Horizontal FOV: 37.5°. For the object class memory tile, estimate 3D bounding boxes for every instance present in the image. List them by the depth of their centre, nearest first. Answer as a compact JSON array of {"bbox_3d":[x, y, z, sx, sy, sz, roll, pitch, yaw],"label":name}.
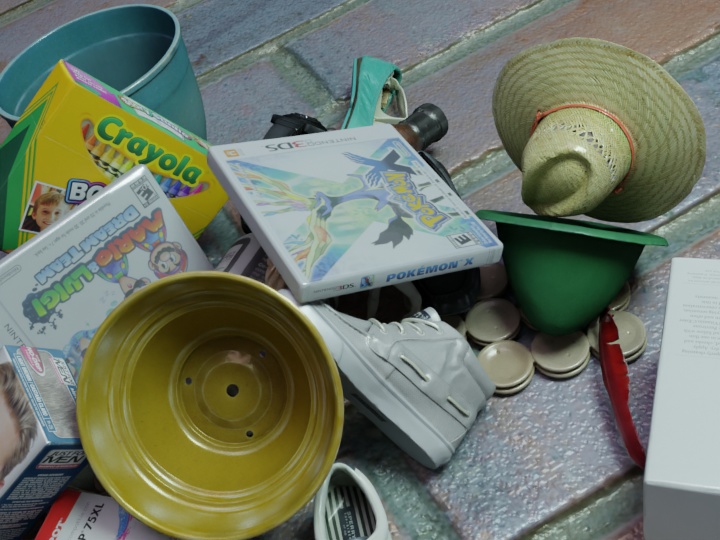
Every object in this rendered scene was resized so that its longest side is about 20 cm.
[{"bbox_3d":[0.142,0.041,0.943,0.200,0.017,0.153,-14,46,3],"label":"memory tile"}]

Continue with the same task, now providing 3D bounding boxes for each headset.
[{"bbox_3d":[-0.080,-0.109,1.085,0.094,0.124,0.200,20,29,13],"label":"headset"}]

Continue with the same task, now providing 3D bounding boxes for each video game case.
[{"bbox_3d":[-0.009,-0.056,0.882,0.182,0.022,0.200,-11,42,-26],"label":"video game case"},{"bbox_3d":[-0.226,0.034,0.955,0.200,0.182,0.024,-39,22,-20],"label":"video game case"}]

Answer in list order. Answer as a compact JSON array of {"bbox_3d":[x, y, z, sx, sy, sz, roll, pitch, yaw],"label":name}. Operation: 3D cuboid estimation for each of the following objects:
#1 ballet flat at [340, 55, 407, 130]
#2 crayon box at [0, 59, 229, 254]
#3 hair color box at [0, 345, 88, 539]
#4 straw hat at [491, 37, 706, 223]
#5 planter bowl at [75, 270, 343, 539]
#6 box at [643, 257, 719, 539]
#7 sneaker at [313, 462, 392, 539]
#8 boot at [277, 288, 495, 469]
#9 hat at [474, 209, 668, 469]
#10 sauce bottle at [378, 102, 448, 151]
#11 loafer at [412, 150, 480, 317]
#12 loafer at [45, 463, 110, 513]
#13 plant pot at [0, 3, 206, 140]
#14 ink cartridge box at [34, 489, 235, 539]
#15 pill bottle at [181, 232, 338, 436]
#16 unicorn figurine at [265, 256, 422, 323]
[{"bbox_3d":[0.014,-0.159,1.139,0.070,0.067,0.200,7,51,4],"label":"ballet flat"},{"bbox_3d":[-0.240,-0.074,0.998,0.173,0.200,0.058,-50,44,14],"label":"crayon box"},{"bbox_3d":[-0.299,0.162,0.851,0.200,0.060,0.100,-47,59,20],"label":"hair color box"},{"bbox_3d":[0.173,-0.088,0.866,0.201,0.201,0.085,19,54,31],"label":"straw hat"},{"bbox_3d":[-0.106,0.097,0.808,0.200,0.201,0.083,-10,3,8],"label":"planter bowl"},{"bbox_3d":[0.265,0.106,0.767,0.097,0.125,0.200,4,50,20],"label":"box"},{"bbox_3d":[0.000,0.230,0.770,0.073,0.071,0.200,-21,45,-3],"label":"sneaker"},{"bbox_3d":[0.021,0.061,0.846,0.096,0.200,0.074,-51,20,-18],"label":"boot"},{"bbox_3d":[0.167,0.046,0.900,0.165,0.176,0.200,8,6,7],"label":"hat"},{"bbox_3d":[0.013,-0.103,1.052,0.066,0.066,0.200,27,50,35],"label":"sauce bottle"},{"bbox_3d":[0.067,-0.037,0.979,0.068,0.070,0.201,-14,39,6],"label":"loafer"},{"bbox_3d":[-0.224,0.172,0.900,0.200,0.063,0.072,-3,47,15],"label":"loafer"},{"bbox_3d":[-0.249,-0.143,1.111,0.200,0.188,0.200,-11,41,10],"label":"plant pot"},{"bbox_3d":[-0.197,0.243,0.822,0.200,0.067,0.116,4,49,21],"label":"ink cartridge box"},{"bbox_3d":[-0.090,0.038,0.949,0.114,0.114,0.200,14,54,28],"label":"pill bottle"},{"bbox_3d":[0.000,0.000,0.910,0.074,0.138,0.200,-3,4,40],"label":"unicorn figurine"}]
